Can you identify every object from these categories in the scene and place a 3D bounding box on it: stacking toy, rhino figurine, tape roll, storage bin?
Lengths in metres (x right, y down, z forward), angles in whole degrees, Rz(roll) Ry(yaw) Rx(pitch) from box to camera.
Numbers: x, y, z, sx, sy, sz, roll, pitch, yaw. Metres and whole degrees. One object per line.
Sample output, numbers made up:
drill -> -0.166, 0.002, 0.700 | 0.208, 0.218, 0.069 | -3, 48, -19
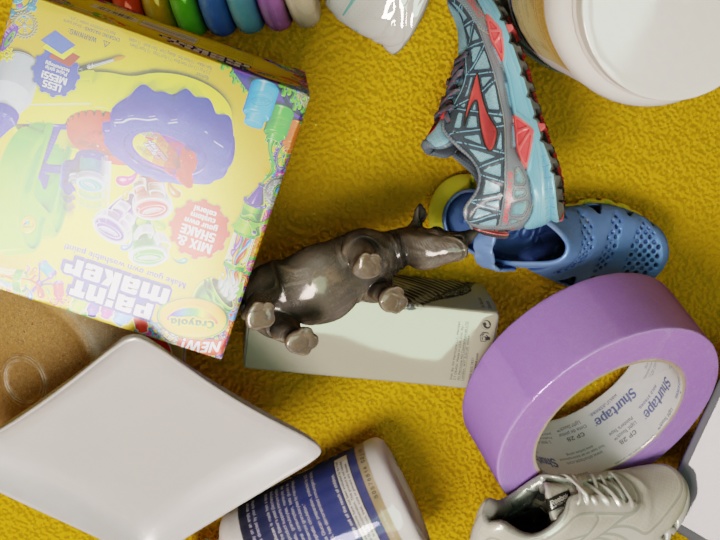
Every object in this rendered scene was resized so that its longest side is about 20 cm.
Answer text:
stacking toy -> -0.133, -0.202, 0.931 | 0.197, 0.085, 0.086 | -13, 107, 6
rhino figurine -> 0.000, 0.000, 0.926 | 0.198, 0.087, 0.060 | -22, 110, -13
tape roll -> 0.183, 0.098, 0.994 | 0.198, 0.066, 0.202 | -18, 138, -16
storage bin -> 0.345, 0.159, 1.051 | 0.133, 0.145, 0.202 | 26, 104, 17

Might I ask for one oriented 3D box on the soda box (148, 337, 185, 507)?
soda box -> -0.174, 0.087, 1.010 | 0.063, 0.068, 0.203 | 3, 106, -6

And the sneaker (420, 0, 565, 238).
sneaker -> 0.086, -0.122, 0.936 | 0.094, 0.079, 0.202 | -17, 73, 6

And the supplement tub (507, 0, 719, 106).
supplement tub -> 0.185, -0.192, 0.852 | 0.142, 0.200, 0.146 | -1, 107, -5

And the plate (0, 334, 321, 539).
plate -> -0.162, 0.130, 0.927 | 0.199, 0.033, 0.199 | -34, 131, 24

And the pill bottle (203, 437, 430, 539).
pill bottle -> -0.049, 0.230, 1.039 | 0.198, 0.111, 0.112 | -26, 107, 3

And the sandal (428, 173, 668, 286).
sandal -> 0.154, -0.022, 0.998 | 0.197, 0.087, 0.081 | 7, 103, -9

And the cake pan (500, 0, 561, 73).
cake pan -> 0.192, -0.247, 0.961 | 0.197, 0.037, 0.203 | -1, 106, -4

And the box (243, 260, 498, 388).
box -> 0.006, 0.043, 1.007 | 0.197, 0.082, 0.069 | 6, 106, -8

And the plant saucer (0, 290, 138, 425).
plant saucer -> -0.254, 0.081, 0.975 | 0.198, 0.035, 0.203 | 6, 105, 22

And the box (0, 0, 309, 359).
box -> -0.158, -0.072, 0.871 | 0.198, 0.122, 0.195 | 17, 104, -9

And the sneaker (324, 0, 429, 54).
sneaker -> 0.037, -0.267, 0.926 | 0.080, 0.071, 0.202 | 24, 103, -8

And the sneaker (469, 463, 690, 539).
sneaker -> 0.175, 0.192, 0.984 | 0.198, 0.075, 0.082 | -16, 129, -17
